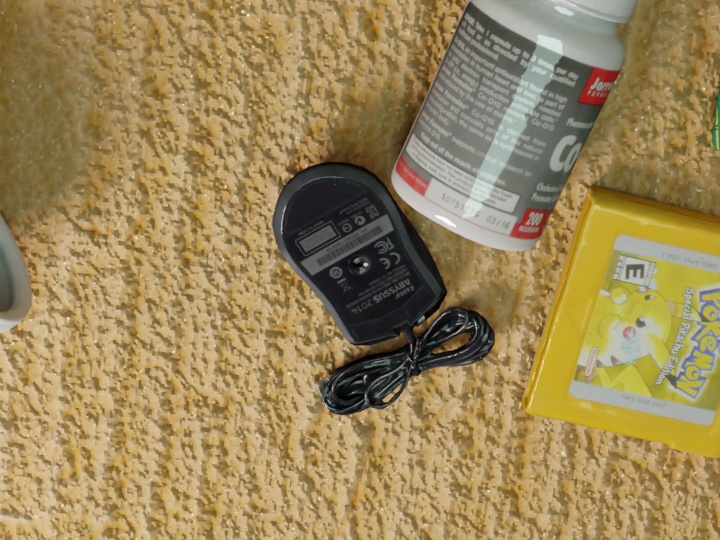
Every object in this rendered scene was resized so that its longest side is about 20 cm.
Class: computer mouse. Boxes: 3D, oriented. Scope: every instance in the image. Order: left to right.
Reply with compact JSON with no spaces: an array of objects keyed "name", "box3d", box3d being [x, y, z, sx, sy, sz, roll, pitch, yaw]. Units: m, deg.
[{"name":"computer mouse","box3d":[0.000,0.000,1.386,0.137,0.053,0.201,-24,120,7]}]

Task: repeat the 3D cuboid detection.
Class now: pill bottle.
[{"name":"pill bottle","box3d":[0.109,-0.126,1.307,0.113,0.114,0.201,21,108,-10]}]

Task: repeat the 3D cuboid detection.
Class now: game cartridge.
[{"name":"game cartridge","box3d":[0.236,0.045,1.419,0.198,0.032,0.178,13,109,-6]}]

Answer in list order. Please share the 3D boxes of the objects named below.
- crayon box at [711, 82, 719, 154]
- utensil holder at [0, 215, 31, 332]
[{"name":"crayon box","box3d":[0.352,-0.086,1.329,0.198,0.119,0.059,5,110,-5]},{"name":"utensil holder","box3d":[-0.352,0.019,1.312,0.199,0.170,0.170,-35,108,11]}]
